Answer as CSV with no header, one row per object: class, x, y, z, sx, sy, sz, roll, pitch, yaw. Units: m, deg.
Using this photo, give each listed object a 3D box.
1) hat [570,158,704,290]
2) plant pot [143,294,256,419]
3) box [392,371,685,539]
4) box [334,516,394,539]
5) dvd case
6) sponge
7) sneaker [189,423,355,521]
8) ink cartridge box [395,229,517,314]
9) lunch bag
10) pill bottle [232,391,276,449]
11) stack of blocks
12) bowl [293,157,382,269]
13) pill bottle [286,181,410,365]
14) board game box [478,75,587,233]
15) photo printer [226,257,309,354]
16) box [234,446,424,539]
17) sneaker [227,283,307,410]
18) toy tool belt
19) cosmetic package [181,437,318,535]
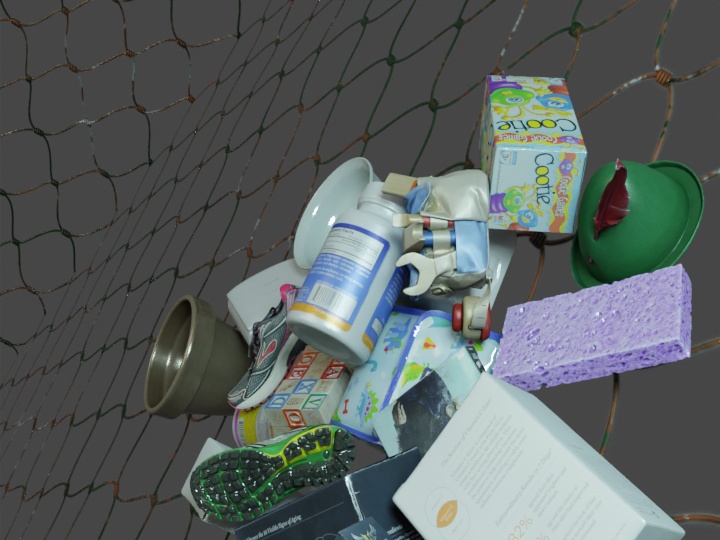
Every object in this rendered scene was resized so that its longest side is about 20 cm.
hat,0.245,-0.089,0.938,0.198,0.174,0.169,-25,42,47
plant pot,-0.245,0.161,1.504,0.200,0.172,0.204,-43,37,43
box,0.153,0.218,0.801,0.154,0.106,0.200,-54,49,9
box,0.009,0.350,0.800,0.157,0.050,0.203,40,120,31
dvd case,0.108,0.203,0.931,0.145,0.022,0.202,-39,66,23
sponge,0.231,0.061,0.903,0.197,0.030,0.112,-18,30,34
sneaker,-0.099,0.229,1.031,0.195,0.080,0.085,-14,-2,-1
ink cartridge box,0.085,-0.015,1.171,0.197,0.084,0.148,5,63,42
lunch bag,0.078,0.143,1.060,0.198,0.127,0.173,10,73,51
pill bottle,-0.098,0.223,1.289,0.198,0.103,0.106,-10,53,55
stack of blocks,-0.027,0.139,1.183,0.113,0.060,0.201,-6,30,31
bowl,-0.015,-0.073,1.457,0.201,0.090,0.204,-41,32,32
pill bottle,0.000,0.000,1.084,0.111,0.111,0.203,-4,54,57
board game box,0.200,-0.144,1.078,0.202,0.100,0.107,-84,-3,-56
photo printer,-0.132,0.052,1.487,0.164,0.071,0.200,-26,25,-11
box,-0.003,0.318,0.922,0.199,0.123,0.200,-33,75,39
sneaker,-0.132,0.110,1.295,0.202,0.074,0.081,-56,18,4
toy tool belt,0.083,-0.019,1.015,0.125,0.120,0.205,86,-176,-67
cosmetic package,-0.115,0.298,1.139,0.082,0.198,0.112,-60,24,-8
